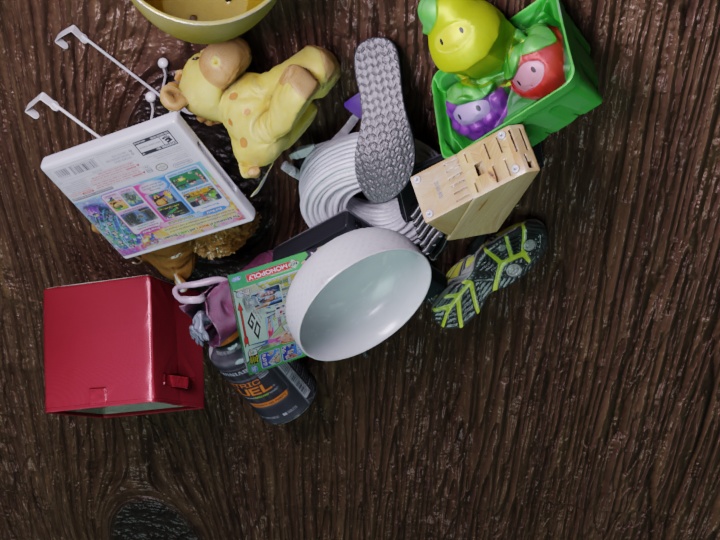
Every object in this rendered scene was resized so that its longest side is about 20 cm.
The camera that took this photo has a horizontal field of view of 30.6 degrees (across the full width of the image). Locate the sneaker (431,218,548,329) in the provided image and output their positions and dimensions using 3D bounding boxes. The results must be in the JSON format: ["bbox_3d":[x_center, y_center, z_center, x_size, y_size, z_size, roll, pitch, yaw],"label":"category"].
[{"bbox_3d":[0.170,-0.008,1.805,0.200,0.076,0.075,-40,117,18],"label":"sneaker"}]

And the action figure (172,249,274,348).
[{"bbox_3d":[-0.162,0.019,1.837,0.134,0.200,0.149,29,154,52],"label":"action figure"}]

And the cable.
[{"bbox_3d":[0.019,-0.101,1.717,0.200,0.069,0.200,-19,138,26],"label":"cable"}]

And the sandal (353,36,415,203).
[{"bbox_3d":[0.032,-0.183,1.604,0.075,0.048,0.201,0,95,12],"label":"sandal"}]

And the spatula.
[{"bbox_3d":[-0.029,-0.174,1.700,0.056,0.021,0.200,33,133,-24],"label":"spatula"}]

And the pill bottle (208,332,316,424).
[{"bbox_3d":[-0.158,0.135,1.985,0.106,0.106,0.200,-17,130,26],"label":"pill bottle"}]

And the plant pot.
[{"bbox_3d":[-0.173,-0.332,1.463,0.199,0.201,0.142,12,163,-2],"label":"plant pot"}]

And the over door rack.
[{"bbox_3d":[-0.294,-0.211,1.619,0.200,0.148,0.067,28,135,-19],"label":"over door rack"}]

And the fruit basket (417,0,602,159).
[{"bbox_3d":[0.151,-0.237,1.524,0.215,0.156,0.216,-5,149,-3],"label":"fruit basket"}]

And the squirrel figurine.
[{"bbox_3d":[-0.240,-0.052,1.788,0.199,0.142,0.187,2,143,12],"label":"squirrel figurine"}]

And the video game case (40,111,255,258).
[{"bbox_3d":[-0.258,-0.100,1.609,0.199,0.024,0.182,-15,135,24],"label":"video game case"}]

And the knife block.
[{"bbox_3d":[0.146,-0.084,1.586,0.200,0.064,0.175,-27,157,22],"label":"knife block"}]

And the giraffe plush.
[{"bbox_3d":[-0.142,-0.215,1.584,0.162,0.173,0.200,36,102,1],"label":"giraffe plush"}]

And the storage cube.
[{"bbox_3d":[-0.342,0.115,1.901,0.199,0.180,0.171,-6,169,18],"label":"storage cube"}]

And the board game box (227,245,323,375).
[{"bbox_3d":[-0.100,0.056,1.758,0.134,0.029,0.200,-18,144,-10],"label":"board game box"}]

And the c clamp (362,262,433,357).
[{"bbox_3d":[0.036,0.036,1.909,0.200,0.027,0.171,-23,122,32],"label":"c clamp"}]

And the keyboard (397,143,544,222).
[{"bbox_3d":[0.142,-0.111,1.670,0.200,0.021,0.127,-22,129,-9],"label":"keyboard"}]

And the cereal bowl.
[{"bbox_3d":[-0.012,0.018,1.668,0.200,0.083,0.200,-24,147,-17],"label":"cereal bowl"}]

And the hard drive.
[{"bbox_3d":[0.000,0.000,1.774,0.139,0.033,0.200,-27,136,34],"label":"hard drive"}]
